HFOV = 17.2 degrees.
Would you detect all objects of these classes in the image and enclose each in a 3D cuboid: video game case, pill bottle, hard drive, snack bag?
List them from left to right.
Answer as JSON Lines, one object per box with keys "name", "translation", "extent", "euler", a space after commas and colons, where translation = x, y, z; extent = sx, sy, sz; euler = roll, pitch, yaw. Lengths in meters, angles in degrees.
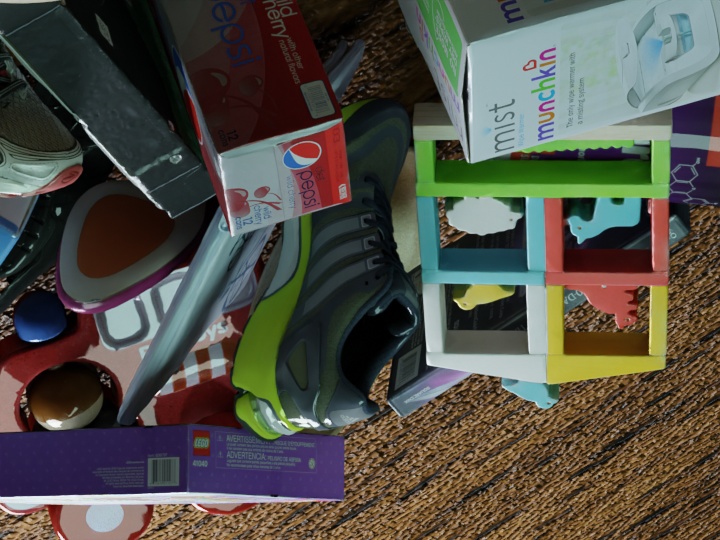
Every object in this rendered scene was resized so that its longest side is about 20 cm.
{"name": "hard drive", "translation": [-0.140, -0.130, 1.144], "extent": [0.038, 0.140, 0.200], "euler": [-28, 142, 11]}
{"name": "snack bag", "translation": [-0.069, -0.021, 1.308], "extent": [0.021, 0.200, 0.189], "euler": [31, 121, 2]}
{"name": "video game case", "translation": [0.101, -0.009, 1.356], "extent": [0.200, 0.143, 0.019], "euler": [-33, 112, 22]}
{"name": "pill bottle", "translation": [0.159, -0.092, 1.248], "extent": [0.199, 0.113, 0.113], "euler": [5, 144, 3]}

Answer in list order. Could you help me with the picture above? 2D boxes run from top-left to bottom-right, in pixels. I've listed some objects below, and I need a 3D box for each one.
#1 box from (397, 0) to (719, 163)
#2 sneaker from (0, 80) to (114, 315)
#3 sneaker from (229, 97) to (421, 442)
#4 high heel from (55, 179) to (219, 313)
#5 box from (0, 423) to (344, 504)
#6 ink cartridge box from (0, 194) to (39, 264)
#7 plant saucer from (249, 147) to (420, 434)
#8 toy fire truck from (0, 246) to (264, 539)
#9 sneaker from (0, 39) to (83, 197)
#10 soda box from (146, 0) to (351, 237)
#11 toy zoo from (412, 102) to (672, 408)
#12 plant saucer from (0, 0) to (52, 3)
{"name": "box", "translation": [0.101, -0.173, 1.173], "extent": [0.176, 0.201, 0.097], "euler": [-15, 145, -8]}
{"name": "sneaker", "translation": [-0.168, -0.054, 1.316], "extent": [0.200, 0.060, 0.104], "euler": [-54, 177, 2]}
{"name": "sneaker", "translation": [0.000, 0.000, 1.271], "extent": [0.081, 0.201, 0.074], "euler": [3, 158, 32]}
{"name": "high heel", "translation": [-0.115, -0.014, 1.308], "extent": [0.200, 0.067, 0.096], "euler": [-51, 165, -48]}
{"name": "box", "translation": [-0.127, 0.109, 1.324], "extent": [0.199, 0.039, 0.137], "euler": [-5, 171, 35]}
{"name": "ink cartridge box", "translation": [-0.269, -0.013, 1.218], "extent": [0.145, 0.084, 0.200], "euler": [30, 127, -14]}
{"name": "plant saucer", "translation": [-0.019, 0.015, 1.422], "extent": [0.200, 0.035, 0.201], "euler": [-52, 155, -37]}
{"name": "toy fire truck", "translation": [-0.145, 0.069, 1.481], "extent": [0.199, 0.112, 0.168], "euler": [-17, 122, -7]}
{"name": "sneaker", "translation": [-0.203, -0.112, 1.110], "extent": [0.082, 0.200, 0.078], "euler": [-50, 171, 28]}
{"name": "soda box", "translation": [-0.064, -0.118, 1.157], "extent": [0.063, 0.201, 0.070], "euler": [-16, 147, -7]}
{"name": "toy zoo", "translation": [0.096, -0.004, 1.246], "extent": [0.131, 0.021, 0.201], "euler": [0, 133, 7]}
{"name": "plant saucer", "translation": [-0.130, -0.183, 1.030], "extent": [0.199, 0.201, 0.035], "euler": [-19, 144, -3]}
